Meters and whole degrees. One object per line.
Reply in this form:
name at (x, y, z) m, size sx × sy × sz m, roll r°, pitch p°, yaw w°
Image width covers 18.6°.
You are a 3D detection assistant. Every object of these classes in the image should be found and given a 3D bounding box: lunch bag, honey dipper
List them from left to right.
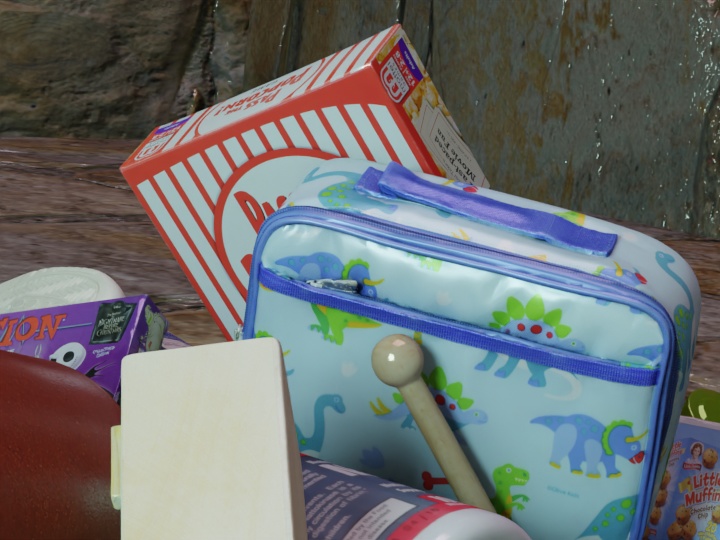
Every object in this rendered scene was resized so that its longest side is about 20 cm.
lunch bag at (0.044, 0.041, 0.985) m, size 0.200 × 0.161 × 0.082 m, roll 16°, pitch 30°, yaw 11°
honey dipper at (0.059, 0.114, 0.950) m, size 0.038 × 0.200 × 0.038 m, roll -26°, pitch 13°, yaw 7°

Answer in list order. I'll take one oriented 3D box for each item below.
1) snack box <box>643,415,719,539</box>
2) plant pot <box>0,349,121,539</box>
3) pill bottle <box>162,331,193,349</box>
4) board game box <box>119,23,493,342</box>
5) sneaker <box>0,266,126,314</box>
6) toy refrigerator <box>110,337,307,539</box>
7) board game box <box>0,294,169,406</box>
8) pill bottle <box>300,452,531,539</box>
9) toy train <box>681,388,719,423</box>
snack box at (0.137, 0.103, 1.050) m, size 0.200 × 0.072 × 0.024 m, roll 10°, pitch -13°, yaw 35°
plant pot at (-0.194, 0.102, 0.860) m, size 0.200 × 0.201 × 0.195 m, roll 12°, pitch 2°, yaw 33°
pill bottle at (-0.117, 0.093, 1.220) m, size 0.111 × 0.111 × 0.200 m, roll 3°, pitch 9°, yaw -24°
board game box at (0.000, 0.000, 1.056) m, size 0.151 × 0.200 × 0.046 m, roll -20°, pitch 20°, yaw 32°
sneaker at (-0.188, 0.073, 1.175) m, size 0.200 × 0.111 × 0.077 m, roll -19°, pitch 27°, yaw 24°
toy refrigerator at (-0.053, 0.123, 0.801) m, size 0.070 × 0.076 × 0.200 m, roll -7°, pitch 43°, yaw 1°
board game box at (-0.196, 0.076, 1.062) m, size 0.200 × 0.032 × 0.120 m, roll -8°, pitch 44°, yaw 26°
pill bottle at (-0.032, 0.137, 0.935) m, size 0.200 × 0.120 × 0.119 m, roll 13°, pitch 10°, yaw 37°
toy train at (0.149, 0.102, 1.102) m, size 0.200 × 0.116 × 0.085 m, roll 31°, pitch 37°, yaw -2°
